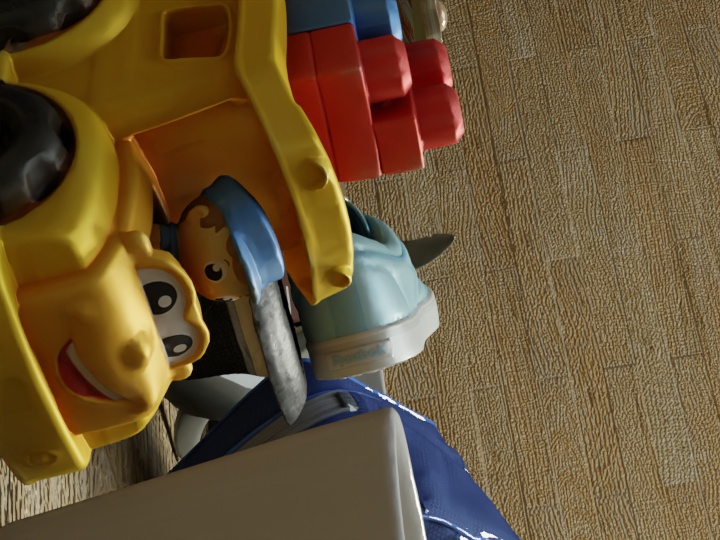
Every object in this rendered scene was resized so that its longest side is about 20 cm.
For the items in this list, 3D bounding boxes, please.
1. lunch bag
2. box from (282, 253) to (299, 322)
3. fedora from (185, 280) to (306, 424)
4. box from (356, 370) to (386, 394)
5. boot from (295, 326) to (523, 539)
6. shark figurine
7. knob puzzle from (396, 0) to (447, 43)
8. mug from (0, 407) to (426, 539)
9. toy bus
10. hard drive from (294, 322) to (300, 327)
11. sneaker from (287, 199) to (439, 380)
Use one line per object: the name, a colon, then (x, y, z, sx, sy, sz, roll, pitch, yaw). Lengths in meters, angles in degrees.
lunch bag: (-0.007, 0.139, 0.929, 0.133, 0.136, 0.200, 55, 11, 34)
box: (-0.085, -0.008, 1.138, 0.200, 0.074, 0.101, 34, 47, -89)
fedora: (-0.089, -0.013, 0.817, 0.201, 0.091, 0.202, 165, -90, -89)
box: (-0.026, 0.181, 1.192, 0.153, 0.106, 0.201, 90, -7, -63)
boot: (0.012, 0.136, 1.090, 0.073, 0.199, 0.182, 107, 2, -47)
shark figurine: (-0.034, 0.054, 1.000, 0.214, 0.089, 0.129, -29, 134, -40)
knob puzzle: (0.033, -0.183, 1.043, 0.220, 0.030, 0.221, 169, -90, -84)
mug: (-0.049, 0.146, 0.535, 0.150, 0.152, 0.188, 73, 9, -72)
toy bus: (-0.057, -0.039, 0.619, 0.136, 0.191, 0.201, 80, 4, -46)
hard drive: (-0.046, 0.021, 1.297, 0.201, 0.038, 0.140, 102, -28, -45)
sneaker: (0.000, 0.000, 0.879, 0.200, 0.073, 0.083, -117, -165, -85)
